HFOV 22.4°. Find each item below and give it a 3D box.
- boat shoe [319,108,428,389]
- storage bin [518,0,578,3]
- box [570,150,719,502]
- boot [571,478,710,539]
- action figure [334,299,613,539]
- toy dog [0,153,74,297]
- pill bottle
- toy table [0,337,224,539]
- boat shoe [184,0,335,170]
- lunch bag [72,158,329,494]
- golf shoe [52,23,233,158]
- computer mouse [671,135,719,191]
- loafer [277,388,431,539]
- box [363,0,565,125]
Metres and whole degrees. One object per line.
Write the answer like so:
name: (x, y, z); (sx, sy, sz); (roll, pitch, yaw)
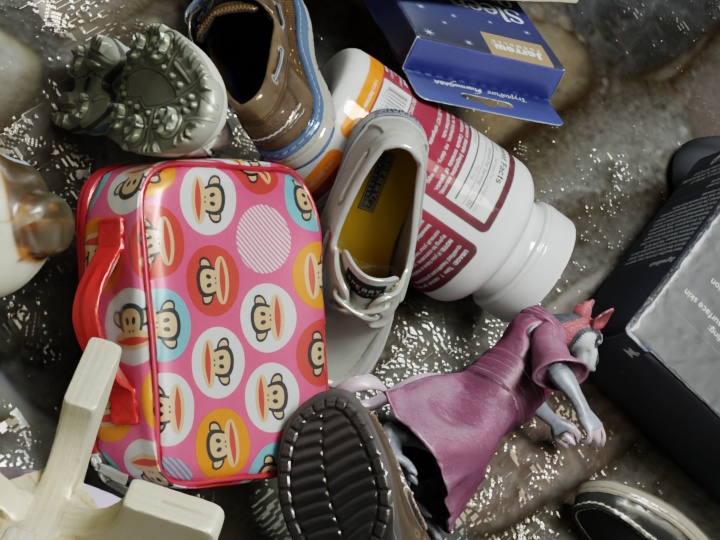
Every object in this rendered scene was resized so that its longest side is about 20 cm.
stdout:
boat shoe: (0.000, 0.000, 1.148); (0.071, 0.200, 0.070); (16, 21, -10)
storage bin: (0.049, -0.280, 1.280); (0.200, 0.094, 0.199); (-3, 44, -31)
box: (0.286, 0.041, 1.311); (0.197, 0.117, 0.200); (43, 70, -10)
boot: (0.194, 0.254, 1.234); (0.200, 0.073, 0.151); (48, 56, -13)
action figure: (0.086, 0.080, 1.204); (0.149, 0.134, 0.200); (43, 68, 4)
toy dog: (-0.253, 0.004, 1.026); (0.194, 0.139, 0.200); (54, 55, -19)
pill bottle: (0.042, -0.052, 1.229); (0.200, 0.113, 0.113); (34, 59, -16)
toy table: (-0.168, 0.139, 0.979); (0.200, 0.117, 0.184); (10, 47, -8)
boat shoe: (-0.072, -0.153, 1.175); (0.072, 0.072, 0.200); (42, 14, -45)
lunch bag: (-0.102, 0.033, 1.092); (0.176, 0.082, 0.201); (0, 88, -50)
golf shoe: (-0.110, -0.102, 1.113); (0.097, 0.200, 0.078); (19, 92, -29)
computer mouse: (0.335, -0.046, 1.433); (0.200, 0.053, 0.139); (29, 61, -18)
loafer: (0.008, 0.169, 1.091); (0.071, 0.073, 0.200); (10, 61, -69)
box: (0.065, -0.175, 1.273); (0.121, 0.032, 0.200); (9, 35, -28)
